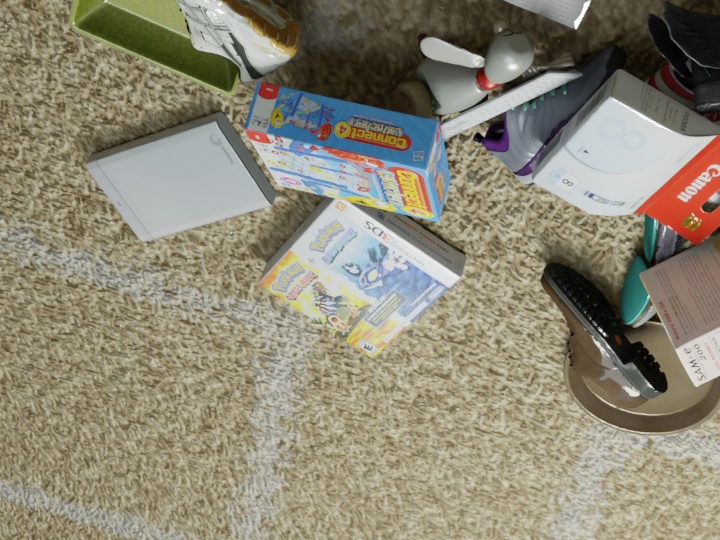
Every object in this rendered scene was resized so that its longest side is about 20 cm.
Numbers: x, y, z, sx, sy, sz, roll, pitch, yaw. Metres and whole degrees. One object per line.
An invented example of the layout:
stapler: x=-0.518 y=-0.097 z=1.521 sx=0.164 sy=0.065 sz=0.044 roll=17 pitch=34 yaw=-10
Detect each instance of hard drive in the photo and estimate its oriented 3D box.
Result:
hard drive: x=-0.218 y=-0.110 z=1.664 sx=0.200 sy=0.027 sz=0.132 roll=-14 pitch=125 yaw=28

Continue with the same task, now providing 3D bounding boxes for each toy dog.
toy dog: x=0.107 y=-0.218 z=1.399 sx=0.200 sy=0.132 sz=0.097 roll=-22 pitch=85 yaw=43

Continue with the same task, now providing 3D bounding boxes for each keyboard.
keyboard: x=0.137 y=-0.169 z=1.427 sx=0.200 sy=0.056 sz=0.011 roll=-22 pitch=85 yaw=44

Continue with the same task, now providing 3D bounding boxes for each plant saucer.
plant saucer: x=0.350 y=0.127 z=1.691 sx=0.200 sy=0.030 sz=0.200 roll=9 pitch=134 yaw=10
plant saucer: x=-0.195 y=-0.307 z=1.461 sx=0.199 sy=0.048 sz=0.200 roll=23 pitch=133 yaw=-3

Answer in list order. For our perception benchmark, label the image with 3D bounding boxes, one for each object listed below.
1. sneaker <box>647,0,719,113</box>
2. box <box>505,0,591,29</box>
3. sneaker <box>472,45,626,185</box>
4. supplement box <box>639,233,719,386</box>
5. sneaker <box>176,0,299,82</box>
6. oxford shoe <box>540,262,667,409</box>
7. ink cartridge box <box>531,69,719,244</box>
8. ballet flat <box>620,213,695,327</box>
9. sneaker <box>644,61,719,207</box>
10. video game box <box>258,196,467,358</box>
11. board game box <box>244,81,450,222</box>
sneaker: x=0.379 y=-0.211 z=1.341 sx=0.199 sy=0.104 sz=0.060 roll=-7 pitch=173 yaw=-20
box: x=0.134 y=-0.300 z=1.366 sx=0.200 sy=0.039 sz=0.041 roll=21 pitch=136 yaw=-1
sneaker: x=0.195 y=-0.173 z=1.441 sx=0.087 sy=0.074 sz=0.200 roll=32 pitch=134 yaw=-5
supplement box: x=0.415 y=0.019 z=1.459 sx=0.200 sy=0.126 sz=0.074 roll=-27 pitch=129 yaw=13
sneaker: x=-0.160 y=-0.267 z=1.401 sx=0.200 sy=0.076 sz=0.088 roll=41 pitch=130 yaw=-19
oxford shoe: x=0.267 y=0.082 z=1.615 sx=0.084 sy=0.073 sz=0.200 roll=-37 pitch=88 yaw=34
ink cartridge box: x=0.296 y=-0.097 z=1.383 sx=0.200 sy=0.047 sz=0.160 roll=30 pitch=144 yaw=-7
ballet flat: x=0.344 y=-0.010 z=1.546 sx=0.072 sy=0.072 sz=0.201 roll=12 pitch=135 yaw=8
sneaker: x=0.371 y=-0.140 z=1.412 sx=0.200 sy=0.071 sz=0.113 roll=30 pitch=137 yaw=-7
video game box: x=0.000 y=0.000 z=1.680 sx=0.182 sy=0.047 sz=0.200 roll=35 pitch=132 yaw=-11
board game box: x=-0.008 y=-0.125 z=1.484 sx=0.195 sy=0.056 sz=0.200 roll=14 pitch=169 yaw=11
